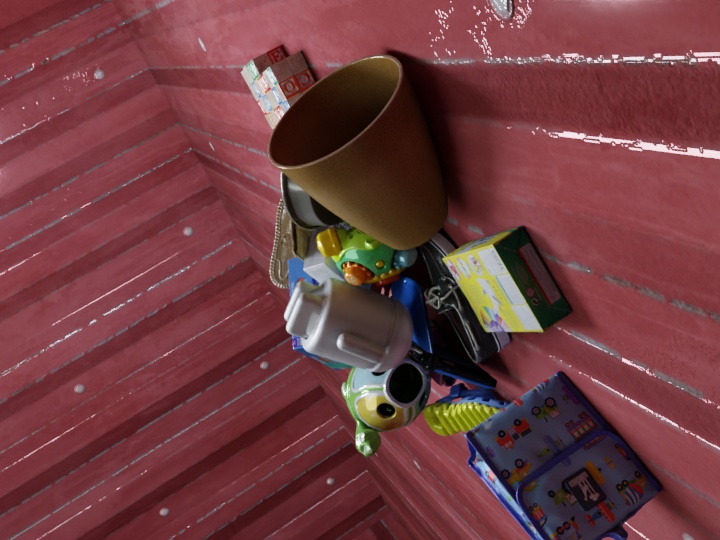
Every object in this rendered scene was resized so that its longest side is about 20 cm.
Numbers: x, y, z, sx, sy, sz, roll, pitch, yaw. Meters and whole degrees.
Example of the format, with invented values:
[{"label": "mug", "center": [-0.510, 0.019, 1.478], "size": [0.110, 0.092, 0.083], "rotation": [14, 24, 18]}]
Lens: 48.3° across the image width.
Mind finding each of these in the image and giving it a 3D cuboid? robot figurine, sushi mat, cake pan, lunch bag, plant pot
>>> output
[{"label": "robot figurine", "center": [-0.008, 0.080, 1.168], "size": [0.200, 0.113, 0.170], "rotation": [19, -159, -15]}, {"label": "sushi mat", "center": [-0.069, -0.036, 1.305], "size": [0.200, 0.012, 0.096], "rotation": [45, -145, -62]}, {"label": "cake pan", "center": [-0.039, -0.150, 1.105], "size": [0.037, 0.200, 0.200], "rotation": [15, 145, 25]}, {"label": "lunch bag", "center": [0.246, 0.250, 0.973], "size": [0.200, 0.150, 0.094], "rotation": [50, 164, 36]}, {"label": "plant pot", "center": [0.019, -0.123, 0.980], "size": [0.200, 0.186, 0.186], "rotation": [51, 174, -35]}]

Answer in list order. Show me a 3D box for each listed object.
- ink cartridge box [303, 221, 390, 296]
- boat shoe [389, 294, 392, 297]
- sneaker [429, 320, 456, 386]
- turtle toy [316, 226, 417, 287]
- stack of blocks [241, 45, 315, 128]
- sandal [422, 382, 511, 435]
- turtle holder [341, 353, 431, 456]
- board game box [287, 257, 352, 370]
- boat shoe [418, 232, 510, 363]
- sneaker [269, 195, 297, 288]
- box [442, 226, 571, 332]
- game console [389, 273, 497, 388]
[{"label": "ink cartridge box", "center": [0.000, 0.000, 1.287], "size": [0.050, 0.109, 0.200], "rotation": [-16, 139, 38]}, {"label": "boat shoe", "center": [0.058, 0.080, 1.476], "size": [0.072, 0.076, 0.200], "rotation": [55, 167, 14]}, {"label": "sneaker", "center": [0.121, 0.171, 1.464], "size": [0.114, 0.073, 0.200], "rotation": [53, 167, 10]}, {"label": "turtle toy", "center": [0.024, -0.029, 1.164], "size": [0.200, 0.146, 0.101], "rotation": [-8, -102, -86]}, {"label": "stack of blocks", "center": [-0.133, -0.310, 1.344], "size": [0.115, 0.059, 0.200], "rotation": [62, 167, -12]}, {"label": "sandal", "center": [0.189, 0.219, 1.290], "size": [0.200, 0.087, 0.080], "rotation": [-2, 124, 51]}, {"label": "turtle holder", "center": [0.039, 0.207, 1.355], "size": [0.141, 0.185, 0.132], "rotation": [59, 157, 1]}, {"label": "board game box", "center": [-0.061, 0.077, 1.360], "size": [0.200, 0.045, 0.152], "rotation": [42, -140, -66]}, {"label": "boat shoe", "center": [0.127, 0.036, 1.124], "size": [0.200, 0.068, 0.074], "rotation": [59, 168, 2]}, {"label": "sneaker", "center": [-0.101, -0.074, 1.389], "size": [0.070, 0.200, 0.108], "rotation": [19, -164, 10]}, {"label": "box", "center": [0.168, 0.017, 0.979], "size": [0.117, 0.048, 0.200], "rotation": [59, 165, -3]}, {"label": "game console", "center": [0.124, 0.087, 1.257], "size": [0.170, 0.118, 0.200], "rotation": [19, -176, -13]}]
